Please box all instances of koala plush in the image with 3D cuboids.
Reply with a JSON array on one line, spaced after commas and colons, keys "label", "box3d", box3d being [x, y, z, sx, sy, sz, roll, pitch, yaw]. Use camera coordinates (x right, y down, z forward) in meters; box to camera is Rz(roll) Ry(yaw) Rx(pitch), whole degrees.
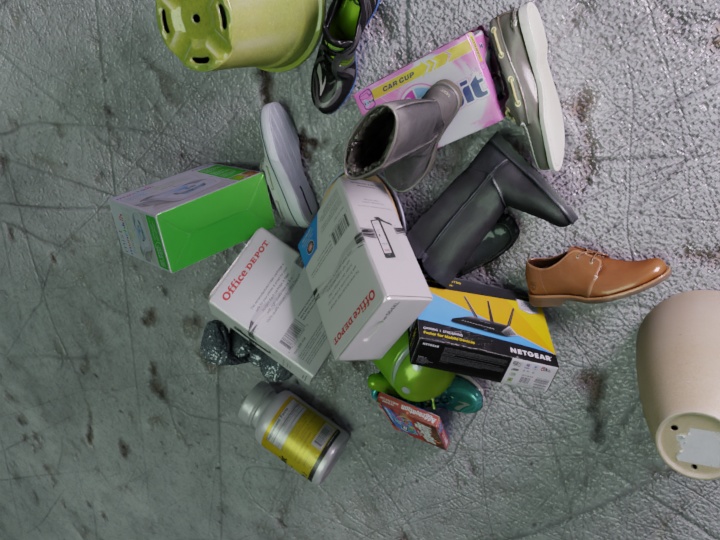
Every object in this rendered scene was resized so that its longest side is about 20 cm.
[{"label": "koala plush", "box3d": [-0.156, 0.059, 1.236, 0.172, 0.183, 0.206, 11, 99, 18]}]

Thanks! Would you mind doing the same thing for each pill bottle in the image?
[{"label": "pill bottle", "box3d": [-0.127, 0.297, 1.349, 0.197, 0.111, 0.113, 33, 127, 12]}]

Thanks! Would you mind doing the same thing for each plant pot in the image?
[{"label": "plant pot", "box3d": [0.425, 0.156, 0.894, 0.183, 0.200, 0.192, 13, 121, 23]}, {"label": "plant pot", "box3d": [-0.174, -0.359, 0.993, 0.195, 0.184, 0.206, 13, 120, 23]}]

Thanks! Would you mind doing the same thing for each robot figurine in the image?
[{"label": "robot figurine", "box3d": [0.072, 0.114, 1.109, 0.200, 0.113, 0.179, 48, 130, 39]}]

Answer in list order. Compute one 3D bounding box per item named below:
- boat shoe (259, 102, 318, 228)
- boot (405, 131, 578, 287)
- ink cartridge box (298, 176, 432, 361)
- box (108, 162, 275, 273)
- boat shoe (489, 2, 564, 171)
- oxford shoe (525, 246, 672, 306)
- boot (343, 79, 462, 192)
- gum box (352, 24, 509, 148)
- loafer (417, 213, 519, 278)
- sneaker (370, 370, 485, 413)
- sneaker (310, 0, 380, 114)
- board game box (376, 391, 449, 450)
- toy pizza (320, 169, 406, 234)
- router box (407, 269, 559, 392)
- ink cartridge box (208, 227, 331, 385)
[{"label": "boat shoe", "box3d": [-0.130, -0.158, 1.139, 0.065, 0.074, 0.205, -4, 112, 31]}, {"label": "boot", "box3d": [0.168, -0.056, 0.969, 0.201, 0.065, 0.166, -47, 66, 13]}, {"label": "ink cartridge box", "box3d": [0.000, 0.000, 0.987, 0.147, 0.082, 0.204, -52, 48, 40]}, {"label": "box", "box3d": [-0.267, -0.089, 1.150, 0.174, 0.197, 0.099, 18, 126, 46]}, {"label": "boat shoe", "box3d": [0.211, -0.223, 0.909, 0.059, 0.072, 0.207, -7, 104, 33]}, {"label": "oxford shoe", "box3d": [0.310, 0.001, 0.967, 0.196, 0.071, 0.073, -8, 105, 34]}, {"label": "boot", "box3d": [0.041, -0.144, 0.881, 0.072, 0.200, 0.184, 31, 127, 8]}, {"label": "gum box", "box3d": [0.101, -0.230, 0.970, 0.196, 0.066, 0.116, -18, 106, 35]}, {"label": "loafer", "box3d": [0.142, -0.020, 1.052, 0.198, 0.070, 0.069, -26, 100, 37]}, {"label": "sneaker", "box3d": [0.108, 0.205, 1.182, 0.195, 0.080, 0.080, 4, 117, 28]}, {"label": "sneaker", "box3d": [-0.033, -0.312, 0.998, 0.070, 0.083, 0.203, 32, 126, 12]}, {"label": "board game box", "box3d": [0.089, 0.248, 1.176, 0.100, 0.020, 0.201, 19, 161, 19]}, {"label": "toy pizza", "box3d": [-0.007, -0.055, 1.100, 0.197, 0.031, 0.207, 11, 105, 46]}, {"label": "router box", "box3d": [0.162, 0.080, 0.997, 0.194, 0.151, 0.052, 13, 126, -9]}, {"label": "ink cartridge box", "box3d": [-0.117, 0.055, 1.120, 0.198, 0.146, 0.084, 35, 161, 2]}]
